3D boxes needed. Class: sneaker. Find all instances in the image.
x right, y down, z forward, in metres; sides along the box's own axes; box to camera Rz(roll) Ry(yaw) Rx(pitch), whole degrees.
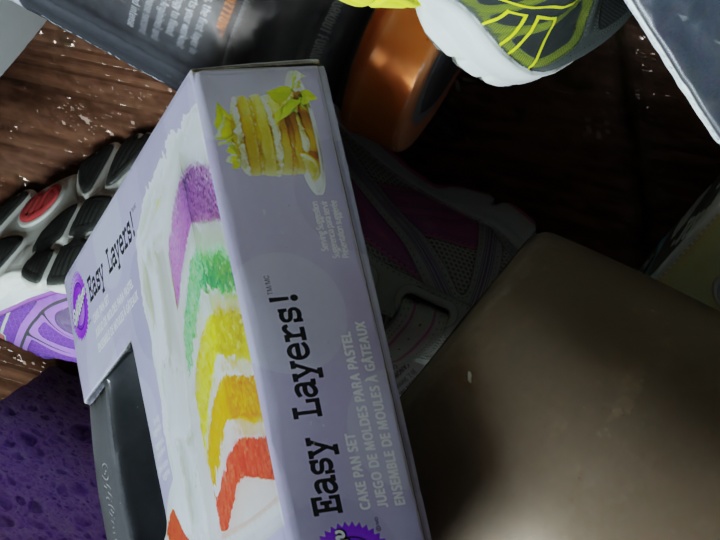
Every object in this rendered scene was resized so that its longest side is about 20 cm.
[{"bbox_3d":[0.000,0.000,0.867,0.200,0.088,0.081,40,144,7],"label":"sneaker"},{"bbox_3d":[-0.106,-0.001,0.995,0.083,0.081,0.200,36,155,-24],"label":"sneaker"},{"bbox_3d":[0.054,-0.101,0.671,0.084,0.200,0.075,-10,85,27],"label":"sneaker"}]

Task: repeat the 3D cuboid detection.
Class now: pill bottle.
[{"bbox_3d":[-0.055,-0.116,0.782,0.200,0.106,0.106,29,143,9],"label":"pill bottle"}]

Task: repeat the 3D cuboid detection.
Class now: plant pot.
[{"bbox_3d":[0.091,0.084,0.760,0.175,0.200,0.200,39,144,3],"label":"plant pot"}]

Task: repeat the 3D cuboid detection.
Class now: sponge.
[{"bbox_3d":[-0.149,0.109,1.033,0.111,0.200,0.030,23,117,18],"label":"sponge"}]

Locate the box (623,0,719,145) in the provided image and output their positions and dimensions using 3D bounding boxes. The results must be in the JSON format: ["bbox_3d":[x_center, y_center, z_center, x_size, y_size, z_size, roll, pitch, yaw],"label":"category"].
[{"bbox_3d":[0.152,-0.119,0.536,0.196,0.124,0.200,-28,115,17],"label":"box"}]

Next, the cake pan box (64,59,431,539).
[{"bbox_3d":[-0.044,0.053,0.762,0.052,0.185,0.200,-4,162,-21],"label":"cake pan box"}]

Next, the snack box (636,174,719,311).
[{"bbox_3d":[0.169,0.008,0.802,0.116,0.037,0.200,34,144,-1],"label":"snack box"}]

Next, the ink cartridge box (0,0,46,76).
[{"bbox_3d":[-0.221,-0.162,0.880,0.144,0.084,0.200,11,137,28],"label":"ink cartridge box"}]

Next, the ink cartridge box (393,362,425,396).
[{"bbox_3d":[-0.068,0.124,0.963,0.044,0.200,0.174,42,138,7],"label":"ink cartridge box"}]
